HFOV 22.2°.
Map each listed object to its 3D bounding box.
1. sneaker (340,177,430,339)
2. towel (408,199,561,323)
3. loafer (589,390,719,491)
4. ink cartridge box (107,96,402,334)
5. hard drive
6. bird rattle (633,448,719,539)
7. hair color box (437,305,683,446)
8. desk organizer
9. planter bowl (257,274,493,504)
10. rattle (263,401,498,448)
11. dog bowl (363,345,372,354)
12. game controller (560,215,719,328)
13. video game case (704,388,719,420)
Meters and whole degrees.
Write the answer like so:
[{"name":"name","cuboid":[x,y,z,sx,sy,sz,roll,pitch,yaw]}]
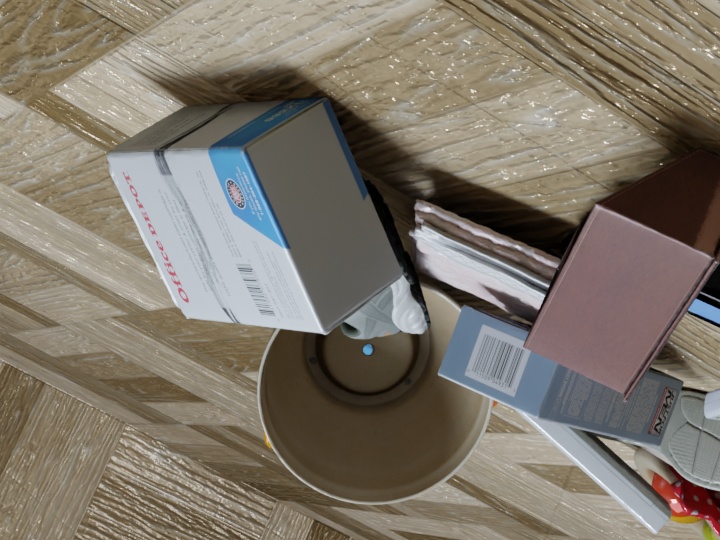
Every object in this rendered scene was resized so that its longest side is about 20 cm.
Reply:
[{"name":"sneaker","cuboid":[0.000,0.000,1.412,0.079,0.074,0.201,-18,148,3]},{"name":"towel","cuboid":[0.129,0.013,1.366,0.199,0.032,0.191,24,174,8]},{"name":"loafer","cuboid":[0.276,0.136,1.567,0.199,0.072,0.063,21,-176,40]},{"name":"ink cartridge box","cuboid":[-0.080,-0.041,1.331,0.199,0.084,0.146,4,123,55]},{"name":"hard drive","cuboid":[0.192,0.152,1.630,0.200,0.026,0.132,42,-176,7]},{"name":"bird rattle","cuboid":[0.315,0.220,1.729,0.163,0.113,0.200,33,174,47]},{"name":"hair color box","cuboid":[0.160,0.084,1.438,0.099,0.061,0.199,22,-177,37]},{"name":"desk organizer","cuboid":[0.165,-0.003,1.120,0.076,0.072,0.200,25,152,4]},{"name":"planter bowl","cuboid":[0.009,0.082,1.588,0.199,0.201,0.135,27,-167,-10]},{"name":"rattle","cuboid":[0.021,0.140,1.842,0.199,0.143,0.131,27,149,14]},{"name":"dog bowl","cuboid":[-0.030,0.033,1.707,0.199,0.050,0.111,27,166,-14]},{"name":"game controller","cuboid":[0.230,0.017,1.237,0.199,0.042,0.104,25,166,0]},{"name":"video game case","cuboid":[0.353,0.092,1.252,0.180,0.022,0.200,9,168,-7]}]
